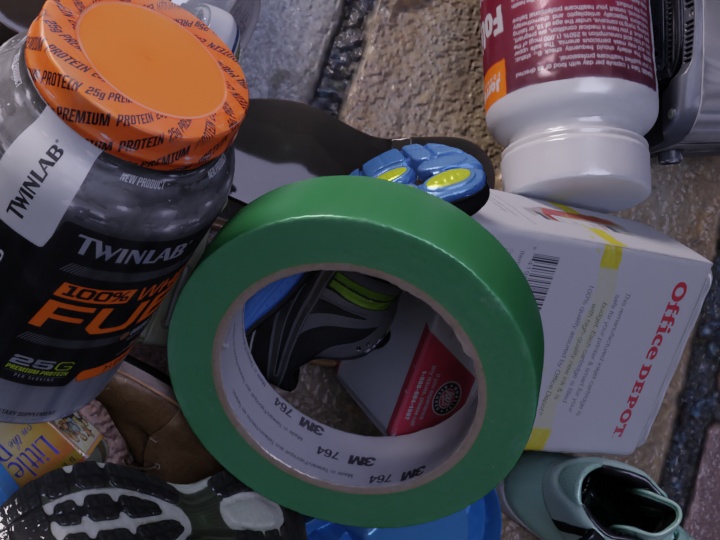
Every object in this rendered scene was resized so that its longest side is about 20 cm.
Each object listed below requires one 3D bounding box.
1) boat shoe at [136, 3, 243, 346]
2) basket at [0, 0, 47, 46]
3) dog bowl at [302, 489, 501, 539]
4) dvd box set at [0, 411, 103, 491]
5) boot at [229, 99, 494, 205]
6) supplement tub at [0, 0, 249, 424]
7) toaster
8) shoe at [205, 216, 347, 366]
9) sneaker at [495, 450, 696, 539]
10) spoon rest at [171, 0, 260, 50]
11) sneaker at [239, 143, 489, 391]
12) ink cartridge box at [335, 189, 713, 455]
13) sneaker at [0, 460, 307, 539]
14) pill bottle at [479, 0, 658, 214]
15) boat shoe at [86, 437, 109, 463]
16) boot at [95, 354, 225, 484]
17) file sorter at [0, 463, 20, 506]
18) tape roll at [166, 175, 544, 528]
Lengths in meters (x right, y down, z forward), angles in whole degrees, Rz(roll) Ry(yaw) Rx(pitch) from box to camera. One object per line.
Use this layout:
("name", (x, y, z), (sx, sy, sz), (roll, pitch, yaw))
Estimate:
("boat shoe", (-0.107, -0.051, 0.718), (0.062, 0.072, 0.201), (18, 99, -29))
("basket", (-0.172, -0.151, 0.688), (0.135, 0.200, 0.181), (-2, 87, -20))
("dog bowl", (-0.001, 0.191, 0.791), (0.200, 0.050, 0.112), (-38, 113, -18))
("dvd box set", (-0.259, 0.067, 0.682), (0.200, 0.029, 0.146), (45, 114, -10))
("boot", (-0.021, -0.060, 0.800), (0.199, 0.075, 0.074), (8, 84, -18))
("supplement tub", (-0.138, -0.028, 0.587), (0.122, 0.200, 0.123), (21, 41, -20))
("toaster", (0.248, -0.171, 0.892), (0.129, 0.114, 0.201), (3, 82, -24))
("shoe", (-0.079, 0.002, 0.788), (0.200, 0.053, 0.070), (26, 85, -18))
("sneaker", (0.193, 0.189, 0.837), (0.200, 0.118, 0.074), (33, 74, -16))
("spoon rest", (-0.077, -0.196, 0.795), (0.060, 0.099, 0.200), (27, 61, 13))
("sneaker", (0.000, 0.000, 0.715), (0.083, 0.071, 0.199), (40, 118, -19))
("ink cartridge box", (0.105, 0.033, 0.790), (0.199, 0.083, 0.146), (9, 109, -32))
("sneaker", (-0.121, 0.160, 0.684), (0.200, 0.089, 0.077), (12, 41, -46))
("pill bottle", (0.138, -0.143, 0.832), (0.114, 0.114, 0.201), (4, 75, -20))
("boat shoe", (-0.231, 0.058, 0.728), (0.201, 0.063, 0.073), (43, 116, -8))
("boot", (-0.119, 0.105, 0.749), (0.200, 0.074, 0.076), (40, 84, -25))
("file sorter", (-0.285, 0.116, 0.625), (0.138, 0.123, 0.200), (-27, 106, 22))
("tape roll", (-0.003, 0.048, 0.673), (0.200, 0.200, 0.048), (42, 31, -12))
